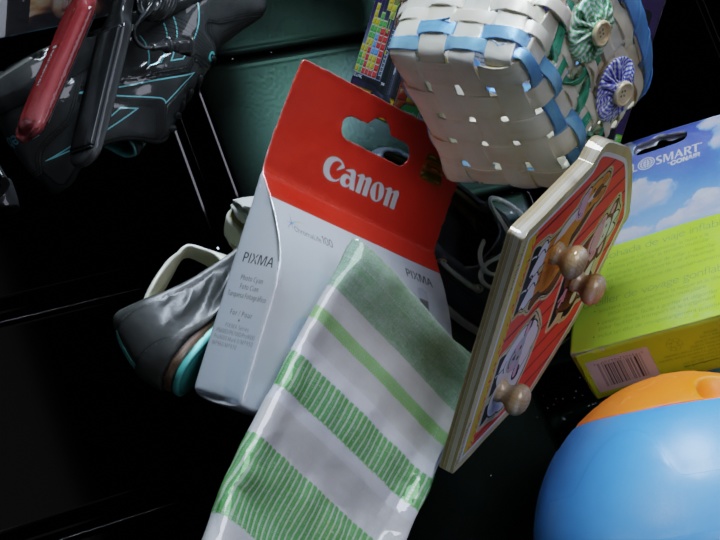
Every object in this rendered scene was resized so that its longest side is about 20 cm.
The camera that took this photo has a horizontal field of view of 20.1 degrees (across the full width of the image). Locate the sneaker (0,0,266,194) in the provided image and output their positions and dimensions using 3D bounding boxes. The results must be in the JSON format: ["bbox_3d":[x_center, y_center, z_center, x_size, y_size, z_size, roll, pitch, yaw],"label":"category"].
[{"bbox_3d":[-0.131,-0.115,1.210,0.199,0.075,0.080,-31,99,-30],"label":"sneaker"}]

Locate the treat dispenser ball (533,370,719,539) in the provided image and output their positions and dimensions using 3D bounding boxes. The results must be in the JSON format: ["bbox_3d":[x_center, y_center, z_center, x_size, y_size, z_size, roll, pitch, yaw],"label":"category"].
[{"bbox_3d":[0.204,0.163,1.231,0.199,0.200,0.203,14,63,-29],"label":"treat dispenser ball"}]

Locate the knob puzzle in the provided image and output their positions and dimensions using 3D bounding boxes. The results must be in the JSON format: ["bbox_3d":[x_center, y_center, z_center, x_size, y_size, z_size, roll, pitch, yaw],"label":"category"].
[{"bbox_3d":[0.123,0.009,1.200,0.030,0.221,0.220,27,49,18],"label":"knob puzzle"}]

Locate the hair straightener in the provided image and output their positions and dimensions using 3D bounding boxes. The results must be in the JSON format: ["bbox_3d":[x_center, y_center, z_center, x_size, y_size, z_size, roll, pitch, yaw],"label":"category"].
[{"bbox_3d":[-0.129,-0.147,1.155,0.077,0.041,0.202,27,66,-27],"label":"hair straightener"}]

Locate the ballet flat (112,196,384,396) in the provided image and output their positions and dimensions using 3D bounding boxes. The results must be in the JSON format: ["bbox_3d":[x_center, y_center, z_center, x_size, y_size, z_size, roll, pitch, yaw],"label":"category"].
[{"bbox_3d":[-0.068,-0.005,1.201,0.068,0.068,0.200,38,50,19],"label":"ballet flat"}]

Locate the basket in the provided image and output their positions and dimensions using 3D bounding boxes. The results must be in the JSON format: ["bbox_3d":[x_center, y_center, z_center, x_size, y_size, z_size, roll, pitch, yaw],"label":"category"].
[{"bbox_3d":[0.105,-0.158,1.212,0.177,0.138,0.201,57,43,-48],"label":"basket"}]

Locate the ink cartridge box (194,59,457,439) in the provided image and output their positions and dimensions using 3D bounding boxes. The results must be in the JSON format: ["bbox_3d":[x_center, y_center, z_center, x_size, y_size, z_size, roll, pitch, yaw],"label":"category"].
[{"bbox_3d":[0.000,0.000,1.184,0.159,0.047,0.202,23,83,-45],"label":"ink cartridge box"}]

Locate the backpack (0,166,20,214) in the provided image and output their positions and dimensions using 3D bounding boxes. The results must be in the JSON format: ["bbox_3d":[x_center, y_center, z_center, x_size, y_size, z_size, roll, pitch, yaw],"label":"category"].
[{"bbox_3d":[-0.306,-0.047,1.000,0.200,0.154,0.190,49,43,1],"label":"backpack"}]

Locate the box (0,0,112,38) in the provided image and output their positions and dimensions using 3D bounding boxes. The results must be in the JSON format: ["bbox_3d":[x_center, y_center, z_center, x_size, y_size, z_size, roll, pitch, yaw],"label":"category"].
[{"bbox_3d":[-0.225,-0.173,1.147,0.199,0.083,0.049,-19,40,-38],"label":"box"}]

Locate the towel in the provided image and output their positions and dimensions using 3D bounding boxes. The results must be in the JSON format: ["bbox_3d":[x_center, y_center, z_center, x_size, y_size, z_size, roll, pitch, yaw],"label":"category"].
[{"bbox_3d":[-0.007,0.107,1.152,0.153,0.023,0.201,45,67,-41],"label":"towel"}]

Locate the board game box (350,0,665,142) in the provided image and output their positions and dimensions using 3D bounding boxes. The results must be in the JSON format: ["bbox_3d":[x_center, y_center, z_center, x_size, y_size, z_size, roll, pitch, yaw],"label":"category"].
[{"bbox_3d":[0.101,-0.160,1.327,0.199,0.057,0.167,12,98,-38],"label":"board game box"}]

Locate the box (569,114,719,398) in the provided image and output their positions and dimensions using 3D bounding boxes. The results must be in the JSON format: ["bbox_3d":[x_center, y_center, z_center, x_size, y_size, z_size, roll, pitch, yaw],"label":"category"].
[{"bbox_3d":[0.203,-0.013,1.331,0.048,0.121,0.201,58,27,-34],"label":"box"}]

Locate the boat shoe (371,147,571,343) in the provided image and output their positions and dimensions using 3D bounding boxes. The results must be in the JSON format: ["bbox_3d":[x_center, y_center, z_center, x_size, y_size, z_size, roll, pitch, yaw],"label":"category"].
[{"bbox_3d":[0.072,-0.016,1.305,0.199,0.062,0.075,35,52,-18],"label":"boat shoe"}]
